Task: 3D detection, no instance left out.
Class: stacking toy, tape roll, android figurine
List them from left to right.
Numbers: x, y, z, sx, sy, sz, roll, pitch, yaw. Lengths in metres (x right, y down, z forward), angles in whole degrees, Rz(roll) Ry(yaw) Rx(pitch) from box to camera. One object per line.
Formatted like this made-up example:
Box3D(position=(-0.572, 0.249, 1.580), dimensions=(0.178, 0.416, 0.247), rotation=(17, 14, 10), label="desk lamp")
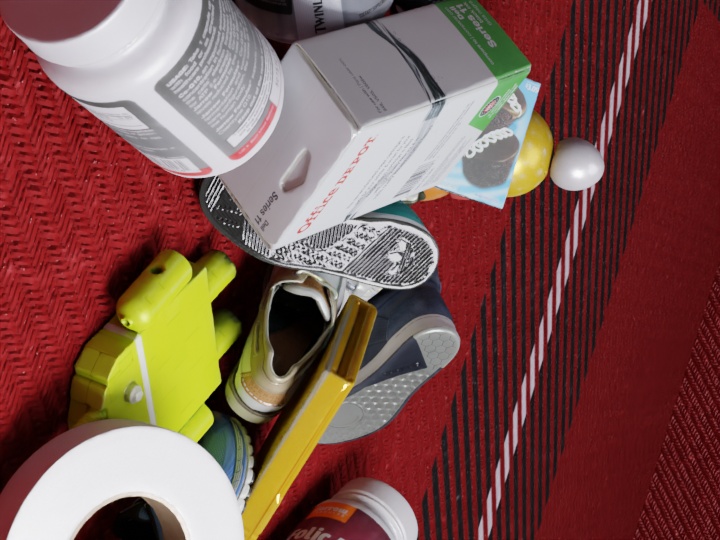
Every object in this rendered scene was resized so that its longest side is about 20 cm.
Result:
Box3D(position=(-0.171, 0.207, 1.043), dimensions=(0.202, 0.037, 0.205), rotation=(-5, 97, -40), label="tape roll")
Box3D(position=(-0.155, 0.076, 1.125), dimensions=(0.200, 0.041, 0.183), rotation=(-50, 149, -44), label="android figurine")
Box3D(position=(0.128, -0.112, 1.384), dimensions=(0.146, 0.198, 0.147), rotation=(15, 90, -80), label="stacking toy")

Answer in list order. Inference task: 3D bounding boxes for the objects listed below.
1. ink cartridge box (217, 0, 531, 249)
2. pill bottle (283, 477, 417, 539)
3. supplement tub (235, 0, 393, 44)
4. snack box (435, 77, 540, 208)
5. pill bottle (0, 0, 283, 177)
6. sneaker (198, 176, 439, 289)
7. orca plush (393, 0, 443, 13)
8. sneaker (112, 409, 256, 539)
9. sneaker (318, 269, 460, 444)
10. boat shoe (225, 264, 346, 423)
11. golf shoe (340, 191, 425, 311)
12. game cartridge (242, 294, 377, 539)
Box3D(position=(0.009, -0.111, 1.090), dimensions=(0.199, 0.083, 0.147), rotation=(-24, 161, -45), label="ink cartridge box")
Box3D(position=(-0.029, 0.299, 1.467), dimensions=(0.200, 0.113, 0.115), rotation=(-43, 143, -49), label="pill bottle")
Box3D(position=(-0.040, -0.269, 1.025), dimensions=(0.123, 0.122, 0.201), rotation=(-53, 151, -36), label="supplement tub")
Box3D(position=(0.051, -0.138, 1.281), dimensions=(0.199, 0.037, 0.117), rotation=(17, 92, -26), label="snack box")
Box3D(position=(-0.133, -0.143, 0.922), dimensions=(0.115, 0.113, 0.200), rotation=(-67, 156, -9), label="pill bottle")
Box3D(position=(-0.039, -0.054, 1.197), dimensions=(0.084, 0.199, 0.121), rotation=(-66, -162, 15), label="sneaker")
Box3D(position=(0.077, -0.262, 1.349), dimensions=(0.106, 0.071, 0.200), rotation=(-62, 155, -21), label="orca plush")
Box3D(position=(-0.142, 0.189, 1.175), dimensions=(0.079, 0.089, 0.201), rotation=(-50, -159, 44), label="sneaker")
Box3D(position=(0.007, 0.065, 1.425), dimensions=(0.077, 0.147, 0.202), rotation=(27, 124, -37), label="sneaker")
Box3D(position=(-0.048, 0.032, 1.234), dimensions=(0.068, 0.074, 0.201), rotation=(-46, -160, 51), label="boat shoe")
Box3D(position=(0.000, 0.000, 1.340), dimensions=(0.078, 0.097, 0.202), rotation=(-24, 130, -62), label="golf shoe")
Box3D(position=(-0.053, 0.134, 1.254), dimensions=(0.201, 0.032, 0.176), rotation=(-61, -177, 20), label="game cartridge")
